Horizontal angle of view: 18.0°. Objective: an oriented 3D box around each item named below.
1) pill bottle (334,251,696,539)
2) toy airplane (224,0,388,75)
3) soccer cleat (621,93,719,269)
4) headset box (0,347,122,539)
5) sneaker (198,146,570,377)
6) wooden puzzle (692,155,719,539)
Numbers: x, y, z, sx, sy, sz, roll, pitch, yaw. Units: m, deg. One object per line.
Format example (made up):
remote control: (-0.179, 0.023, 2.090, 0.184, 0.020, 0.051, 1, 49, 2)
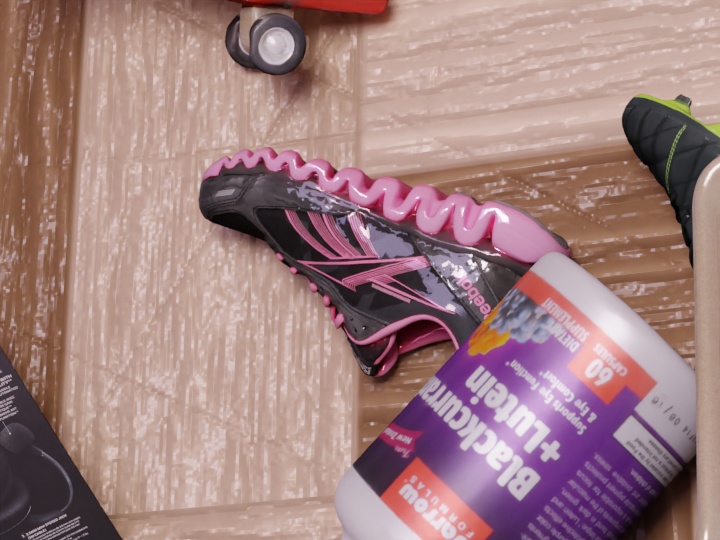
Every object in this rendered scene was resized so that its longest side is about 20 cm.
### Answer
pill bottle: (0.059, 0.100, 1.020, 0.200, 0.111, 0.111, -48, 61, -1)
toy airplane: (-0.094, -0.200, 1.147, 0.199, 0.199, 0.142, 27, 92, 30)
soccer cleat: (0.177, -0.003, 1.037, 0.081, 0.068, 0.200, -43, 64, 1)
headset box: (-0.217, 0.120, 1.116, 0.148, 0.075, 0.200, -27, 60, -20)
sneaker: (0.000, 0.000, 1.111, 0.199, 0.079, 0.096, 15, 88, 28)
wooden puzzle: (0.222, 0.056, 0.932, 0.184, 0.037, 0.201, 17, 57, -15)
